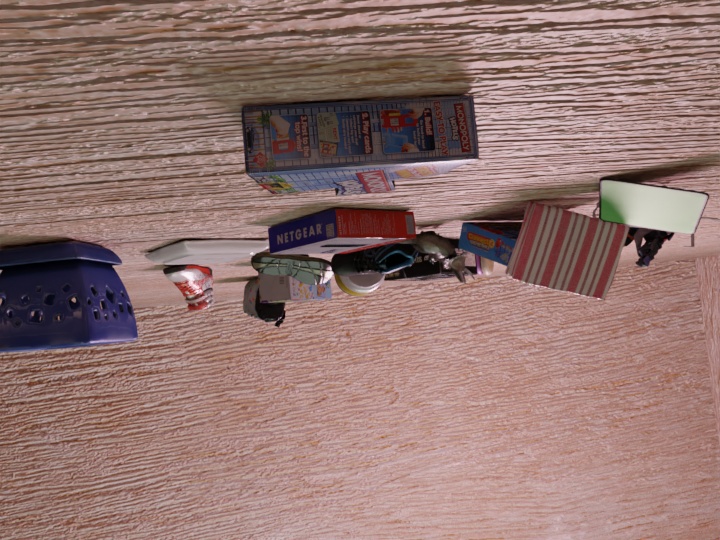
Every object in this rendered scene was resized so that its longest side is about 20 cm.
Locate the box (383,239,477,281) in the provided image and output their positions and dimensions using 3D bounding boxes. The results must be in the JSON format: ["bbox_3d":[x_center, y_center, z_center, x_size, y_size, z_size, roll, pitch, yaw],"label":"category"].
[{"bbox_3d":[0.174,-0.024,1.905,0.163,0.086,0.200,-9,174,35],"label":"box"}]

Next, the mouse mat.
[{"bbox_3d":[0.470,-0.102,1.242,0.160,0.008,0.200,12,169,19],"label":"mouse mat"}]

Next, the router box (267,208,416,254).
[{"bbox_3d":[-0.035,-0.066,1.346,0.179,0.049,0.200,-2,174,-40],"label":"router box"}]

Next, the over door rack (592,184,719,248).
[{"bbox_3d":[0.537,-0.102,1.372,0.199,0.067,0.148,15,175,1],"label":"over door rack"}]

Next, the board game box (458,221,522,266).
[{"bbox_3d":[0.335,-0.049,1.527,0.199,0.056,0.196,-3,-163,-34],"label":"board game box"}]

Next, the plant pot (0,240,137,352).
[{"bbox_3d":[-0.530,0.048,1.353,0.199,0.180,0.200,-7,175,7],"label":"plant pot"}]

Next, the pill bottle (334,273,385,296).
[{"bbox_3d":[0.000,0.000,1.816,0.114,0.115,0.200,-5,176,-6],"label":"pill bottle"}]

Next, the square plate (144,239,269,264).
[{"bbox_3d":[-0.305,-0.036,1.543,0.198,0.029,0.200,-1,174,-38],"label":"square plate"}]

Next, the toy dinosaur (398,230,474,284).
[{"bbox_3d":[0.149,-0.053,1.579,0.200,0.077,0.102,34,172,-22],"label":"toy dinosaur"}]

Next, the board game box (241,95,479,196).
[{"bbox_3d":[0.009,-0.112,0.730,0.199,0.062,0.200,-5,176,6],"label":"board game box"}]

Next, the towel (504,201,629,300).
[{"bbox_3d":[0.374,-0.035,1.381,0.199,0.147,0.030,13,-164,-10],"label":"towel"}]

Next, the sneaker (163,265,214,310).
[{"bbox_3d":[-0.423,0.045,1.913,0.067,0.108,0.201,-6,175,14],"label":"sneaker"}]

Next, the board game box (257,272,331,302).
[{"bbox_3d":[-0.177,0.033,2.085,0.103,0.105,0.200,-7,174,30],"label":"board game box"}]

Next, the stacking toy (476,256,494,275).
[{"bbox_3d":[0.255,-0.027,2.066,0.199,0.086,0.085,-2,177,23],"label":"stacking toy"}]

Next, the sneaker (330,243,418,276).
[{"bbox_3d":[0.027,-0.027,1.657,0.199,0.073,0.082,-15,-156,12],"label":"sneaker"}]

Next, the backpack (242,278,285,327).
[{"bbox_3d":[-0.308,0.089,2.476,0.126,0.167,0.200,17,172,-18],"label":"backpack"}]

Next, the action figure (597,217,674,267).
[{"bbox_3d":[0.582,-0.080,1.622,0.193,0.105,0.200,-14,-163,32],"label":"action figure"}]

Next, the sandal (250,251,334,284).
[{"bbox_3d":[-0.151,-0.021,1.759,0.200,0.057,0.080,13,132,-18],"label":"sandal"}]
